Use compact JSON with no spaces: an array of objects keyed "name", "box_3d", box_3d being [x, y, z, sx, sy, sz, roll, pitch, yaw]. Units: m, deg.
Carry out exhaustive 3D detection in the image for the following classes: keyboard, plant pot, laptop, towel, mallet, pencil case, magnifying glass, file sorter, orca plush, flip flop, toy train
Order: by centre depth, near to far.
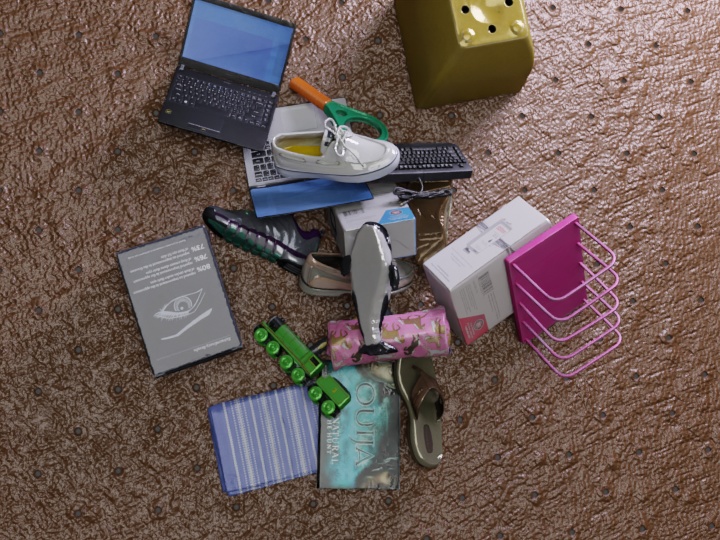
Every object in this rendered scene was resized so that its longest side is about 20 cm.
[{"name":"orca plush","box_3d":[0.035,0.023,1.606,0.071,0.104,0.203,-20,98,-51]},{"name":"pencil case","box_3d":[0.042,0.105,1.668,0.196,0.087,0.084,-8,44,0]},{"name":"file sorter","box_3d":[0.328,0.047,1.678,0.138,0.201,0.126,-31,47,-12]},{"name":"toy train","box_3d":[-0.091,0.149,1.686,0.056,0.042,0.200,-42,74,-8]},{"name":"keyboard","box_3d":[0.090,-0.158,1.691,0.197,0.021,0.128,-5,54,-26]},{"name":"laptop","box_3d":[-0.091,-0.183,1.693,0.184,0.116,0.203,-9,82,-8]},{"name":"laptop","box_3d":[-0.210,-0.314,1.698,0.174,0.104,0.202,15,53,-6]},{"name":"flip flop","box_3d":[0.104,0.212,1.704,0.080,0.057,0.203,3,73,-35]},{"name":"towel","box_3d":[-0.137,0.266,1.707,0.197,0.024,0.147,-12,85,-11]},{"name":"plant pot","box_3d":[0.179,-0.391,1.714,0.191,0.200,0.199,-11,87,-9]},{"name":"magnifying glass","box_3d":[-0.038,-0.253,1.720,0.199,0.023,0.079,39,45,21]},{"name":"mallet","box_3d":[-0.045,0.097,1.726,0.198,0.041,0.067,-27,90,-5]}]

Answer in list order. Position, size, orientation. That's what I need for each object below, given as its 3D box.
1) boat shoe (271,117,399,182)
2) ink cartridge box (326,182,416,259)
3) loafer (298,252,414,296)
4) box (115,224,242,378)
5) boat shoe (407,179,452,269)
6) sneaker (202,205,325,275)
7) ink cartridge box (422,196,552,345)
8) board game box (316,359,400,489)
[{"name":"boat shoe","box_3d":[-0.041,-0.190,1.624,0.198,0.087,0.076,4,56,12]},{"name":"ink cartridge box","box_3d":[0.010,-0.090,1.699,0.114,0.201,0.068,-10,121,-8]},{"name":"loafer","box_3d":[0.000,0.000,1.698,0.197,0.072,0.064,-4,129,-23]},{"name":"box","box_3d":[-0.281,0.050,1.661,0.146,0.104,0.203,-17,88,-9]},{"name":"boat shoe","box_3d":[0.113,-0.096,1.754,0.072,0.063,0.204,3,78,6]},{"name":"sneaker","box_3d":[-0.155,-0.070,1.714,0.198,0.074,0.089,28,72,-16]},{"name":"ink cartridge box","box_3d":[0.214,0.001,1.709,0.199,0.147,0.083,-34,47,-10]},{"name":"board game box","box_3d":[-0.002,0.247,1.709,0.133,0.028,0.204,2,81,-12]}]
